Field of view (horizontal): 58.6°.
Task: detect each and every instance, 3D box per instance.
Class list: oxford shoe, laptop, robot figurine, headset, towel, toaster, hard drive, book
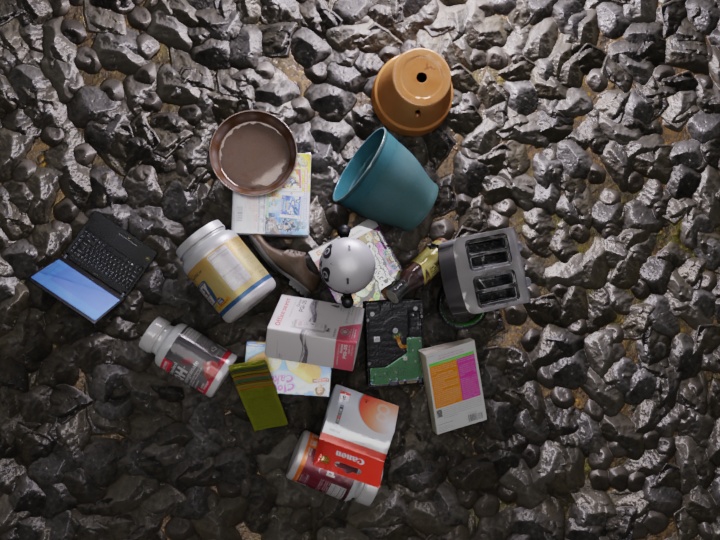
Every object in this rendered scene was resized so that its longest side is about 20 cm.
[{"bbox_3d":[-0.175,-0.025,1.501,0.200,0.073,0.084,42,81,-14],"label":"oxford shoe"},{"bbox_3d":[-0.595,-0.012,1.438,0.177,0.103,0.200,35,84,-3],"label":"laptop"},{"bbox_3d":[-0.032,-0.009,1.409,0.125,0.200,0.150,-42,91,-4],"label":"robot figurine"},{"bbox_3d":[0.252,0.040,1.548,0.123,0.094,0.200,11,101,-9],"label":"headset"},{"bbox_3d":[-0.227,0.283,1.438,0.086,0.018,0.200,-10,123,5],"label":"towel"},{"bbox_3d":[0.272,0.003,1.446,0.200,0.119,0.181,-10,86,-12],"label":"toaster"},{"bbox_3d":[0.079,0.168,1.509,0.139,0.038,0.200,-4,96,-10],"label":"hard drive"},{"bbox_3d":[0.220,0.271,1.509,0.133,0.048,0.200,-12,99,-14],"label":"book"}]

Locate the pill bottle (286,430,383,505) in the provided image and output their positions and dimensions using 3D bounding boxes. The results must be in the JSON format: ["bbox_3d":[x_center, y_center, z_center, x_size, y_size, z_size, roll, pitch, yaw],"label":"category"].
[{"bbox_3d":[-0.057,0.451,1.456,0.200,0.114,0.114,23,84,-4],"label":"pill bottle"}]

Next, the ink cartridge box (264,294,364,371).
[{"bbox_3d":[-0.101,0.138,1.437,0.200,0.147,0.083,9,120,3],"label":"ink cartridge box"}]

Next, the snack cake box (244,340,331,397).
[{"bbox_3d":[-0.167,0.227,1.483,0.200,0.067,0.115,4,85,-5],"label":"snack cake box"}]

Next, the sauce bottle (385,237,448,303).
[{"bbox_3d":[0.140,0.003,1.505,0.200,0.066,0.066,-42,91,-23],"label":"sauce bottle"}]

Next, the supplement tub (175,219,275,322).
[{"bbox_3d":[-0.304,0.001,1.446,0.145,0.145,0.200,-40,90,-7],"label":"supplement tub"}]

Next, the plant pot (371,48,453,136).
[{"bbox_3d":[0.131,-0.433,1.520,0.200,0.140,0.201,0,87,-5],"label":"plant pot"}]

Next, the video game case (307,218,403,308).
[{"bbox_3d":[0.000,0.000,1.530,0.181,0.036,0.200,-29,90,-5],"label":"video game case"}]

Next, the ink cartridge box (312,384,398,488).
[{"bbox_3d":[-0.008,0.366,1.442,0.162,0.200,0.050,20,129,-4],"label":"ink cartridge box"}]

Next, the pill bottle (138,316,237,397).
[{"bbox_3d":[-0.389,0.189,1.442,0.200,0.111,0.111,32,84,-3],"label":"pill bottle"}]

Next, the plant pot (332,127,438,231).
[{"bbox_3d":[0.069,-0.193,1.482,0.188,0.200,0.200,33,84,-18],"label":"plant pot"}]

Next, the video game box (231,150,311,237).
[{"bbox_3d":[-0.209,-0.180,1.517,0.182,0.047,0.200,2,86,-3],"label":"video game box"}]

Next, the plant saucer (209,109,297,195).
[{"bbox_3d":[-0.246,-0.268,1.482,0.200,0.034,0.201,1,84,-5],"label":"plant saucer"}]
